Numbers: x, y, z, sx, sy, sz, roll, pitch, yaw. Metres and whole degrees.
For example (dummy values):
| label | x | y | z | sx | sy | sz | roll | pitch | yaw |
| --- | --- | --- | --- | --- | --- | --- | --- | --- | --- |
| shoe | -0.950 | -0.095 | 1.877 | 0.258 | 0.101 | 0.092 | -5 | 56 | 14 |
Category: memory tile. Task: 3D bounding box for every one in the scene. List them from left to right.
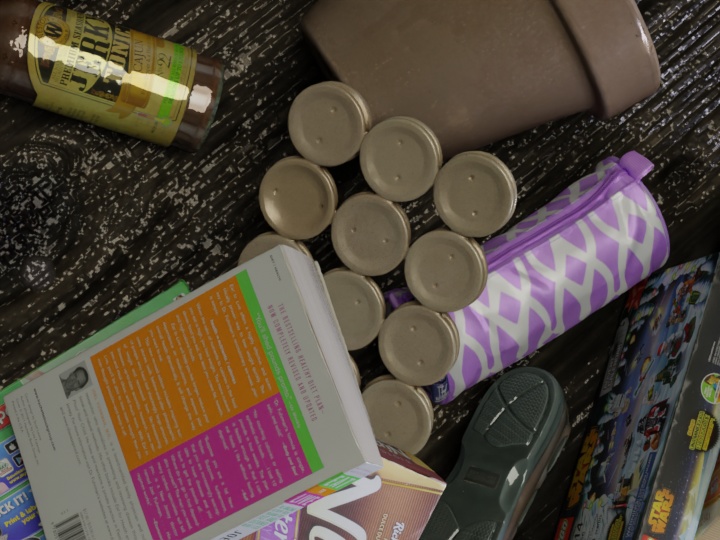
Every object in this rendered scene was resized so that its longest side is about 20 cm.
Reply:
| label | x | y | z | sx | sy | sz | roll | pitch | yaw |
| --- | --- | --- | --- | --- | --- | --- | --- | --- | --- |
| memory tile | 0.000 | 0.000 | 1.396 | 0.153 | 0.017 | 0.201 | 25 | 110 | 14 |

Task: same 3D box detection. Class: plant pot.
| label | x | y | z | sx | sy | sz | roll | pitch | yaw |
| --- | --- | --- | --- | --- | --- | --- | --- | --- | --- |
| plant pot | 0.063 | -0.152 | 1.438 | 0.174 | 0.200 | 0.201 | -32 | 92 | -2 |

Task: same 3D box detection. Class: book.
| label | x | y | z | sx | sy | sz | roll | pitch | yaw |
| --- | --- | --- | --- | --- | --- | --- | --- | --- | --- |
| book | -0.097 | 0.091 | 1.306 | 0.199 | 0.048 | 0.134 | -27 | 69 | 18 |

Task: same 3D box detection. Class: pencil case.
| label | x | y | z | sx | sy | sz | roll | pitch | yaw |
| --- | --- | --- | --- | --- | --- | --- | --- | --- | --- |
| pencil case | 0.101 | 0.004 | 1.468 | 0.199 | 0.084 | 0.086 | -31 | 132 | -20 |

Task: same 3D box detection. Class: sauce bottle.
| label | x | y | z | sx | sy | sz | roll | pitch | yaw |
| --- | --- | --- | --- | --- | --- | --- | --- | --- | --- |
| sauce bottle | -0.183 | -0.127 | 1.411 | 0.199 | 0.065 | 0.065 | 15 | 78 | -15 |

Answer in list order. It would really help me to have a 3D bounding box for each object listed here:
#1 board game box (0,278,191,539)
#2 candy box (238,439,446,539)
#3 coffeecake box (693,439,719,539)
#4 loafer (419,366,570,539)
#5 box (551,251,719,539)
| label | x | y | z | sx | sy | sz | roll | pitch | yaw |
| --- | --- | --- | --- | --- | --- | --- | --- | --- | --- |
| board game box | -0.151 | 0.111 | 1.381 | 0.199 | 0.029 | 0.135 | -31 | 72 | -17 |
| candy box | -0.048 | 0.184 | 1.360 | 0.116 | 0.056 | 0.201 | 26 | 95 | -29 |
| coffeecake box | 0.260 | 0.075 | 1.434 | 0.073 | 0.154 | 0.201 | 20 | 50 | -12 |
| loafer | 0.075 | 0.157 | 1.450 | 0.201 | 0.072 | 0.063 | -56 | 141 | -15 |
| box | 0.183 | 0.095 | 1.454 | 0.040 | 0.137 | 0.201 | 22 | 76 | -13 |
